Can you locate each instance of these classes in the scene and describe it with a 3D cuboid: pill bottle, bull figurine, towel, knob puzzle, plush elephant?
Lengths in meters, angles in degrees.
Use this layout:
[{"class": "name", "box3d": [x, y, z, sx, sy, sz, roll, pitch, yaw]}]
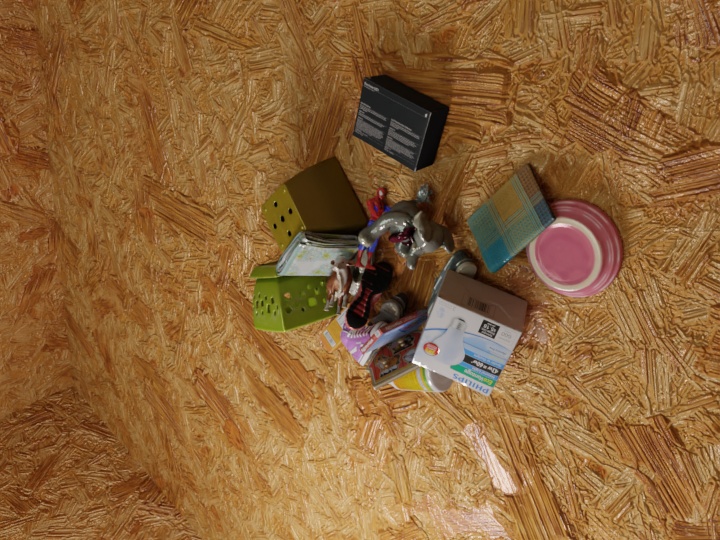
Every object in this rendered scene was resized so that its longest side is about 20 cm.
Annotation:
[{"class": "pill bottle", "box3d": [0.136, 0.253, 1.580, 0.198, 0.110, 0.113, -8, 103, 45]}, {"class": "bull figurine", "box3d": [-0.056, 0.041, 1.587, 0.200, 0.064, 0.123, 110, 169, -75]}, {"class": "towel", "box3d": [-0.110, -0.036, 1.584, 0.200, 0.169, 0.049, -43, 49, 54]}, {"class": "knob puzzle", "box3d": [0.097, 0.201, 1.546, 0.218, 0.220, 0.031, -9, 117, 46]}, {"class": "towel", "box3d": [0.311, -0.105, 1.280, 0.200, 0.021, 0.148, -47, 51, 44]}, {"class": "plush elephant", "box3d": [0.127, -0.079, 1.404, 0.201, 0.164, 0.156, -50, 44, 20]}]

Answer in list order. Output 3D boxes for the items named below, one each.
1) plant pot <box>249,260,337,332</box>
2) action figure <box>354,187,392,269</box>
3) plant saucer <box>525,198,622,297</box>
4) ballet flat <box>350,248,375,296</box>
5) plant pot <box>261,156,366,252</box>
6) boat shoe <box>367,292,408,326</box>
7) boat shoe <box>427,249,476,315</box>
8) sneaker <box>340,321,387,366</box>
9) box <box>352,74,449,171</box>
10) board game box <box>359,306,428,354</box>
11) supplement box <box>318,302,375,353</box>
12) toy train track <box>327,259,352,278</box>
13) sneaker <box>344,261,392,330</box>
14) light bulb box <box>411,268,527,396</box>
[{"class": "plant pot", "box3d": [-0.196, 0.059, 1.746, 0.199, 0.197, 0.184, -1, 101, 55]}, {"class": "action figure", "box3d": [0.050, -0.102, 1.509, 0.098, 0.065, 0.203, 10, 91, 45]}, {"class": "plant saucer", "box3d": [0.415, -0.038, 1.223, 0.199, 0.051, 0.203, 19, 120, 37]}, {"class": "ballet flat", "box3d": [0.000, 0.000, 1.619, 0.071, 0.071, 0.203, 28, 126, 32]}, {"class": "plant pot", "box3d": [-0.138, -0.153, 1.609, 0.199, 0.175, 0.202, -34, 80, 46]}, {"class": "boat shoe", "box3d": [0.080, 0.124, 1.607, 0.075, 0.073, 0.200, 47, 148, 7]}, {"class": "boat shoe", "box3d": [0.209, 0.034, 1.456, 0.201, 0.072, 0.062, -64, 37, 42]}, {"class": "sneaker", "box3d": [0.001, 0.168, 1.605, 0.114, 0.072, 0.201, 45, 143, 11]}, {"class": "box", "box3d": [0.087, -0.337, 1.388, 0.199, 0.078, 0.143, 36, 133, 28]}, {"class": "board game box", "box3d": [0.094, 0.144, 1.507, 0.020, 0.198, 0.103, 56, 136, 17]}, {"class": "supplement box", "box3d": [-0.040, 0.156, 1.741, 0.069, 0.066, 0.200, 56, 136, 12]}, {"class": "toy train track", "box3d": [-0.044, -0.024, 1.688, 0.115, 0.032, 0.200, 56, 135, 10]}, {"class": "sneaker", "box3d": [0.012, 0.064, 1.584, 0.073, 0.201, 0.087, 33, 163, -4]}, {"class": "light bulb box", "box3d": [0.242, 0.139, 1.374, 0.196, 0.125, 0.202, 22, 125, 9]}]
